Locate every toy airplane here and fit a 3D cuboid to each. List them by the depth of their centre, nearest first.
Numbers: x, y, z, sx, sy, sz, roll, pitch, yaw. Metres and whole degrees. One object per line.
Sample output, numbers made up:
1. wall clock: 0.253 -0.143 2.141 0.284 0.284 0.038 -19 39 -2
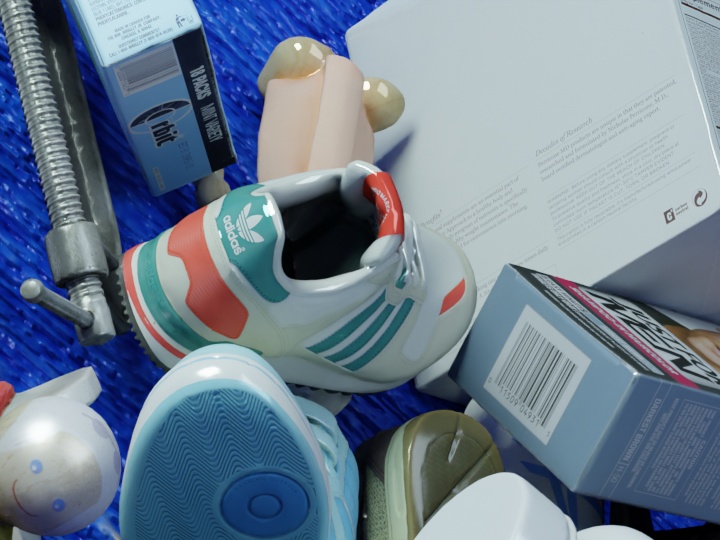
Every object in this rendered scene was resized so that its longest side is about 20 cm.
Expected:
1. toy airplane: -0.132 0.074 0.885 0.200 0.141 0.200 35 45 -47

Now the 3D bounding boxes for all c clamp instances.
1. c clamp: -0.118 -0.057 1.038 0.171 0.027 0.201 62 12 -70

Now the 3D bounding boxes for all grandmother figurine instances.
1. grandmother figurine: -0.024 -0.016 1.171 0.121 0.061 0.201 21 44 -18

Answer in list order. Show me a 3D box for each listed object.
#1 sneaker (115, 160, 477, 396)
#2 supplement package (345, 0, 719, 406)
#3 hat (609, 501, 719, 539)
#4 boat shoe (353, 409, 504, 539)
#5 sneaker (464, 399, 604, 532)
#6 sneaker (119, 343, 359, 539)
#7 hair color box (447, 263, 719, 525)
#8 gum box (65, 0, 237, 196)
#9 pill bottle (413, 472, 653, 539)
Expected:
1. sneaker: 0.000 0.000 1.062 0.199 0.093 0.071 2 62 -49
2. supplement package: 0.121 -0.056 1.265 0.147 0.191 0.201 19 50 -44
3. hat: 0.162 0.172 1.175 0.201 0.080 0.202 -8 90 -79
4. boat shoe: 0.024 0.160 1.083 0.071 0.066 0.202 7 76 -34
5. sneaker: 0.066 0.130 1.160 0.072 0.072 0.201 19 45 -30
6. sneaker: -0.044 0.074 1.009 0.131 0.079 0.201 -91 176 -46
7. hair color box: 0.146 0.063 1.162 0.199 0.061 0.099 16 18 -41
8. gum box: -0.114 -0.148 1.088 0.170 0.044 0.201 83 -16 -75
9. pill bottle: 0.105 0.170 1.025 0.200 0.111 0.111 40 37 -16
